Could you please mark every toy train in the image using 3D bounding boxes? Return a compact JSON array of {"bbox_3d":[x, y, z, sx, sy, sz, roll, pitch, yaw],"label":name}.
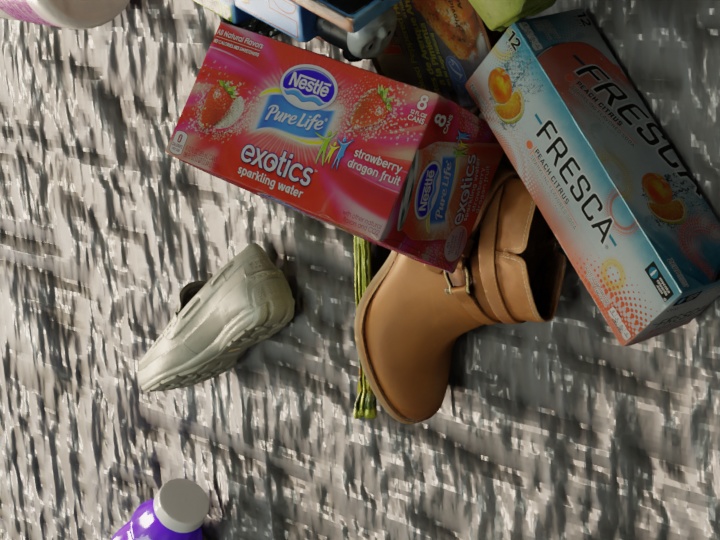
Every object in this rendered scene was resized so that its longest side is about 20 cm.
[{"bbox_3d":[-0.048,-0.208,1.145,0.199,0.087,0.115,31,146,30],"label":"toy train"}]

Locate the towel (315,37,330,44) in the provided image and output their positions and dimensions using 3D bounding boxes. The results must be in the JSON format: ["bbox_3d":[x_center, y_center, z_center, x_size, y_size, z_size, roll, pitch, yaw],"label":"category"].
[{"bbox_3d":[-0.017,-0.252,1.203,0.146,0.022,0.201,23,121,16],"label":"towel"}]

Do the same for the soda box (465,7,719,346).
[{"bbox_3d":[0.147,-0.059,1.072,0.201,0.063,0.068,60,142,17],"label":"soda box"}]

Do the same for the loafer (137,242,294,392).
[{"bbox_3d":[-0.124,0.043,1.445,0.200,0.070,0.070,-35,69,42],"label":"loafer"}]

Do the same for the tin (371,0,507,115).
[{"bbox_3d":[0.038,-0.193,1.152,0.111,0.042,0.201,-4,113,44],"label":"tin"}]

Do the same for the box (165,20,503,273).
[{"bbox_3d":[-0.017,-0.083,1.155,0.199,0.095,0.100,24,91,37],"label":"box"}]

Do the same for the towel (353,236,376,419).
[{"bbox_3d":[0.000,0.000,1.274,0.086,0.018,0.202,-93,1,-75],"label":"towel"}]

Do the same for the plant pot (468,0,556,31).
[{"bbox_3d":[0.086,-0.248,1.013,0.200,0.200,0.191,-24,96,52],"label":"plant pot"}]

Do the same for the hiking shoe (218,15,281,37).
[{"bbox_3d":[-0.074,-0.267,1.292,0.087,0.074,0.201,-111,23,-56],"label":"hiking shoe"}]

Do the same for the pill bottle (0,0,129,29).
[{"bbox_3d":[-0.282,-0.268,1.501,0.199,0.112,0.113,17,114,48],"label":"pill bottle"}]

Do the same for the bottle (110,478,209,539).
[{"bbox_3d":[-0.189,0.258,1.577,0.065,0.083,0.200,56,139,23],"label":"bottle"}]

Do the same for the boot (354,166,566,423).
[{"bbox_3d":[0.072,0.022,1.189,0.154,0.073,0.202,12,114,44],"label":"boot"}]
